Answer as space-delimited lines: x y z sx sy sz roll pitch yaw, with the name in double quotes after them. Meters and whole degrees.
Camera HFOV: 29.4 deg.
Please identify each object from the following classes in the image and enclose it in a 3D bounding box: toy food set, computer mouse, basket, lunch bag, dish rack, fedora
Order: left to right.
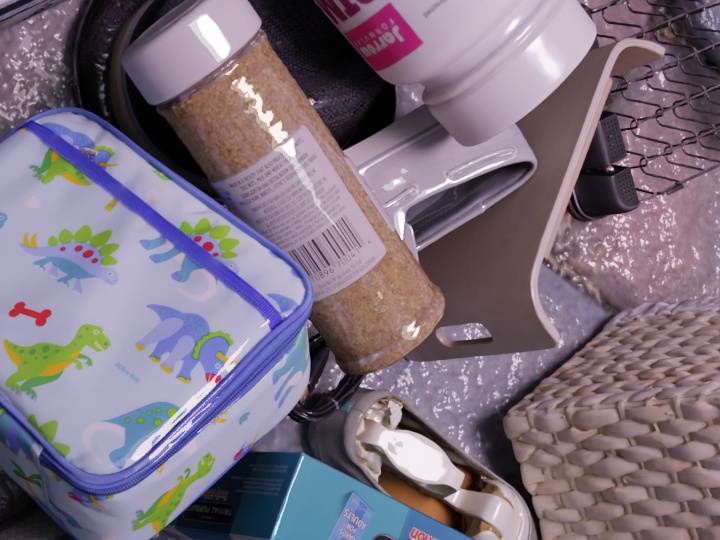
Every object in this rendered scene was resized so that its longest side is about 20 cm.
-0.129 0.018 0.658 0.199 0.083 0.160 37 59 23 "lunch bag"
-0.054 -0.116 0.759 0.198 0.091 0.204 7 75 -26 "fedora"
0.000 0.000 0.804 0.058 0.034 0.202 28 58 -16 "computer mouse"
0.100 -0.041 0.830 0.060 0.143 0.202 33 67 -26 "toy food set"
0.218 -0.135 0.943 0.198 0.054 0.155 -24 107 -23 "dish rack"
0.220 0.131 0.843 0.160 0.199 0.200 -26 99 -39 "basket"

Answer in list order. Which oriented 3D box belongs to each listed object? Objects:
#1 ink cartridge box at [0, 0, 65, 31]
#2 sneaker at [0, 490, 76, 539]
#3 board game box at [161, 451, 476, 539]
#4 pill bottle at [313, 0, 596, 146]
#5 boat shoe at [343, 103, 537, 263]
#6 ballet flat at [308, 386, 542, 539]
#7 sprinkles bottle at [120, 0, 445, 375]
-0.196 -0.153 0.652 0.199 0.145 0.084 -34 103 -31 "ink cartridge box"
-0.140 0.087 0.710 0.084 0.077 0.200 46 55 -7 "sneaker"
0.003 0.157 0.738 0.199 0.150 0.047 31 70 -25 "board game box"
0.024 -0.169 0.699 0.200 0.113 0.114 47 62 -14 "pill bottle"
0.011 -0.025 0.766 0.199 0.072 0.069 -32 62 -16 "boat shoe"
0.053 0.138 0.825 0.199 0.063 0.068 38 66 -23 "ballet flat"
-0.036 -0.043 0.683 0.068 0.068 0.201 -45 111 -28 "sprinkles bottle"
